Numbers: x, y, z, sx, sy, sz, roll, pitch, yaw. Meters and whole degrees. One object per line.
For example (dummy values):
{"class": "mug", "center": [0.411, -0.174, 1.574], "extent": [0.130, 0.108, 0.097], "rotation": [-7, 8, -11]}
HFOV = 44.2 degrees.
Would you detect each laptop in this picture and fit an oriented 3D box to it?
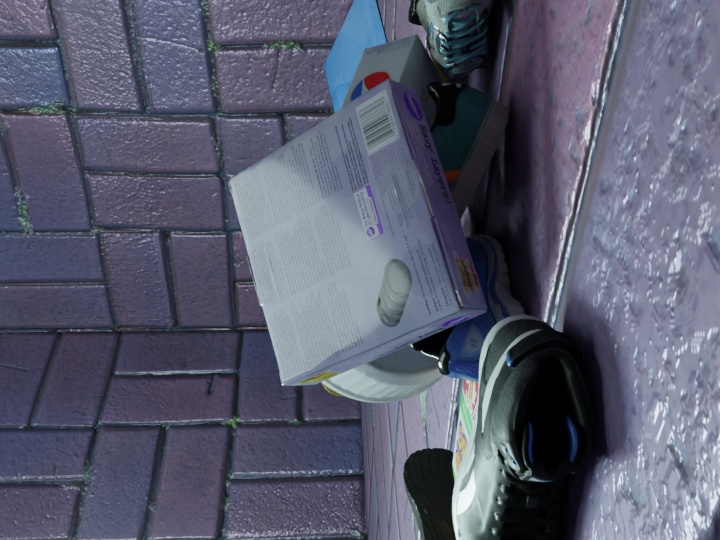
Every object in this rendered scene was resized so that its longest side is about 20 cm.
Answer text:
{"class": "laptop", "center": [-0.042, -0.197, 1.009], "extent": [0.200, 0.116, 0.187], "rotation": [-44, -4, -28]}

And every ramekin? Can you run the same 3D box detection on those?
{"class": "ramekin", "center": [0.029, 0.028, 0.876], "extent": [0.094, 0.200, 0.205], "rotation": [151, 120, -70]}

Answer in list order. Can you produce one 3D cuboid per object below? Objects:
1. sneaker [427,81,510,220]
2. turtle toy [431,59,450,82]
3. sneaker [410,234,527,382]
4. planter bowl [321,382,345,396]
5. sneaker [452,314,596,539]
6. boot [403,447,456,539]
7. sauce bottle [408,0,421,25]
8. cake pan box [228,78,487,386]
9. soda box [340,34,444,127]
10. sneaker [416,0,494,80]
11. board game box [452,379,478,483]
{"class": "sneaker", "center": [0.049, -0.063, 0.755], "extent": [0.202, 0.079, 0.071], "rotation": [-64, 4, 2]}
{"class": "turtle toy", "center": [0.058, -0.174, 1.049], "extent": [0.201, 0.100, 0.147], "rotation": [115, 156, -57]}
{"class": "sneaker", "center": [0.082, 0.026, 0.754], "extent": [0.200, 0.088, 0.079], "rotation": [-97, 9, -65]}
{"class": "planter bowl", "center": [0.052, 0.082, 1.018], "extent": [0.083, 0.199, 0.202], "rotation": [35, 141, 32]}
{"class": "sneaker", "center": [0.101, 0.135, 0.556], "extent": [0.112, 0.072, 0.203], "rotation": [-104, 15, -84]}
{"class": "boot", "center": [0.086, 0.303, 0.994], "extent": [0.201, 0.069, 0.133], "rotation": [-87, -7, -64]}
{"class": "sauce bottle", "center": [0.079, -0.386, 1.015], "extent": [0.066, 0.065, 0.202], "rotation": [-95, 5, -57]}
{"class": "cake pan box", "center": [-0.011, -0.028, 0.717], "extent": [0.052, 0.183, 0.202], "rotation": [6, -119, -56]}
{"class": "soda box", "center": [0.018, -0.125, 0.833], "extent": [0.068, 0.063, 0.202], "rotation": [50, -133, -40]}
{"class": "sneaker", "center": [0.095, -0.224, 0.801], "extent": [0.200, 0.077, 0.087], "rotation": [-26, -76, -86]}
{"class": "board game box", "center": [0.111, 0.167, 0.847], "extent": [0.096, 0.030, 0.202], "rotation": [-94, 2, -53]}
